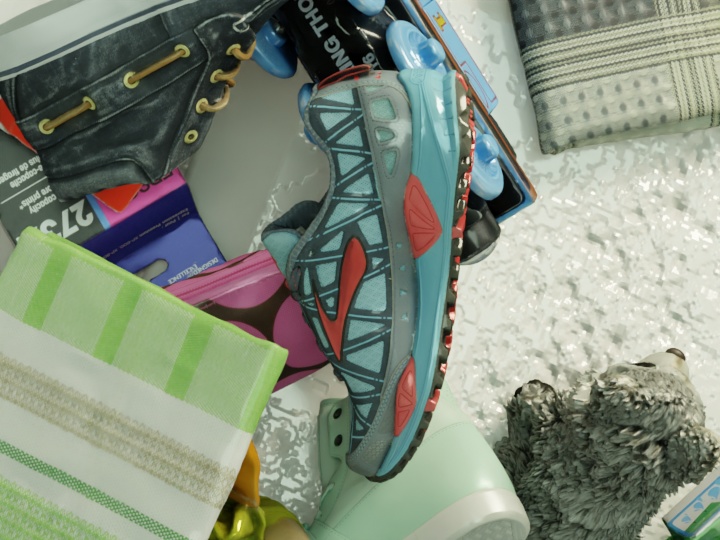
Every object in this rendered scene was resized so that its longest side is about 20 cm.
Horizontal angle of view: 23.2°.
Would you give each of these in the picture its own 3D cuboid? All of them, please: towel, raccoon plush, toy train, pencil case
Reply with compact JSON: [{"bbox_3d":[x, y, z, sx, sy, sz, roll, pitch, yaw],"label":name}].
[{"bbox_3d":[-0.131,0.099,0.790,0.148,0.031,0.202,25,88,18],"label":"towel"},{"bbox_3d":[0.174,-0.173,0.970,0.198,0.035,0.195,-11,84,-6],"label":"towel"},{"bbox_3d":[0.118,0.134,0.881,0.096,0.134,0.202,13,84,-8],"label":"raccoon plush"},{"bbox_3d":[0.015,-0.098,0.895,0.086,0.114,0.201,-31,97,25],"label":"toy train"},{"bbox_3d":[-0.085,0.032,0.880,0.198,0.094,0.091,-25,46,-12],"label":"pencil case"}]

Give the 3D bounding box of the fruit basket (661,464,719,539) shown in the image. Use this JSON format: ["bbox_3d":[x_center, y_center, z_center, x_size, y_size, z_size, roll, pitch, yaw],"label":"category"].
[{"bbox_3d":[0.227,0.140,0.864,0.185,0.200,0.094,-40,93,-8],"label":"fruit basket"}]

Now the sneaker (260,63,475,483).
[{"bbox_3d":[0.000,0.000,0.829,0.094,0.079,0.202,8,106,5],"label":"sneaker"}]

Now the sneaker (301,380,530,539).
[{"bbox_3d":[-0.015,0.136,0.909,0.199,0.074,0.119,-35,50,12],"label":"sneaker"}]

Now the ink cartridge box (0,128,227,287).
[{"bbox_3d":[-0.157,-0.066,0.912,0.094,0.037,0.201,-31,92,-10],"label":"ink cartridge box"}]

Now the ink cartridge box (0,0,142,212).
[{"bbox_3d":[-0.153,-0.152,0.876,0.199,0.047,0.161,37,69,-8],"label":"ink cartridge box"}]

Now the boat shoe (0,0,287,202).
[{"bbox_3d":[-0.075,-0.106,0.829,0.198,0.071,0.092,-21,109,12],"label":"boat shoe"}]

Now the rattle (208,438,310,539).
[{"bbox_3d":[-0.120,0.150,0.803,0.199,0.144,0.131,-28,47,-8],"label":"rattle"}]
